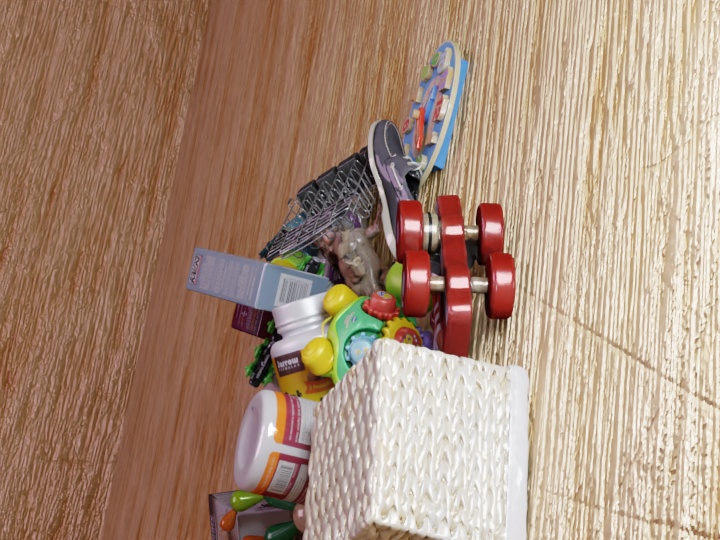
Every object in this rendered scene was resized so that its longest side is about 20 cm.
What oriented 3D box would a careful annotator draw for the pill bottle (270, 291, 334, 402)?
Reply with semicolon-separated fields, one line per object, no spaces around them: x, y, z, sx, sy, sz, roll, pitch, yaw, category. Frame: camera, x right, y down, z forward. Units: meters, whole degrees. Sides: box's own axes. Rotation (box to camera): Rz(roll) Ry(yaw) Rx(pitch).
-0.040;0.132;1.624;0.109;0.108;0.203;156;98;-69;pill bottle

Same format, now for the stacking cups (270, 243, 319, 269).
-0.080;-0.019;1.982;0.200;0.060;0.061;-47;-12;-52;stacking cups

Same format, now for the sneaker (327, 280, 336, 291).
-0.028;0.094;1.756;0.088;0.074;0.200;-44;25;4;sneaker

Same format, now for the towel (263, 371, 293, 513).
-0.078;0.216;1.854;0.192;0.032;0.202;-55;43;47;towel

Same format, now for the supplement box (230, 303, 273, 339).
-0.117;0.064;2.073;0.200;0.109;0.087;-174;99;-74;supplement box

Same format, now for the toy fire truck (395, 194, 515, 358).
0.091;0.026;1.446;0.201;0.110;0.170;-94;7;-51;toy fire truck

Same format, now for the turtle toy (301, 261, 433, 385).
0.029;0.073;1.561;0.100;0.146;0.202;-19;39;44;turtle toy

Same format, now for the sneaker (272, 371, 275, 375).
-0.089;0.152;1.964;0.200;0.073;0.085;144;143;-64;sneaker

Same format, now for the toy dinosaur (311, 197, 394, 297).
0.000;0.000;1.808;0.136;0.085;0.202;109;150;-52;toy dinosaur

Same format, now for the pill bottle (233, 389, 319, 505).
-0.028;0.202;1.491;0.109;0.197;0.111;-164;90;-73;pill bottle

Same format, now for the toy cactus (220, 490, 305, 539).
-0.086;0.297;1.751;0.164;0.102;0.202;24;86;34;toy cactus

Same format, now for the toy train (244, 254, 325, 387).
-0.100;0.068;1.872;0.202;0.041;0.056;-62;-1;14;toy train

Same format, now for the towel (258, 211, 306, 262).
-0.049;-0.091;1.948;0.199;0.022;0.147;-40;0;-24;towel

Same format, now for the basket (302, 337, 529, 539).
0.049;0.200;1.314;0.198;0.159;0.203;130;149;-54;basket

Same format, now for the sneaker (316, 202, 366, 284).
-0.028;0.001;1.946;0.100;0.074;0.203;-51;-20;-73;sneaker

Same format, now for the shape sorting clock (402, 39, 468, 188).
0.084;-0.195;1.763;0.200;0.039;0.203;-164;90;-74;shape sorting clock

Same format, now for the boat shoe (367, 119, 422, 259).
0.057;-0.104;1.694;0.062;0.072;0.203;-24;58;25;boat shoe

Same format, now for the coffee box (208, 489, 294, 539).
-0.150;0.373;1.907;0.200;0.078;0.116;175;91;-73;coffee box

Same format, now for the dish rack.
-0.037;-0.077;1.740;0.152;0.055;0.201;-31;20;28;dish rack

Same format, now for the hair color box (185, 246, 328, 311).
-0.137;0.017;1.803;0.199;0.098;0.062;13;89;57;hair color box
